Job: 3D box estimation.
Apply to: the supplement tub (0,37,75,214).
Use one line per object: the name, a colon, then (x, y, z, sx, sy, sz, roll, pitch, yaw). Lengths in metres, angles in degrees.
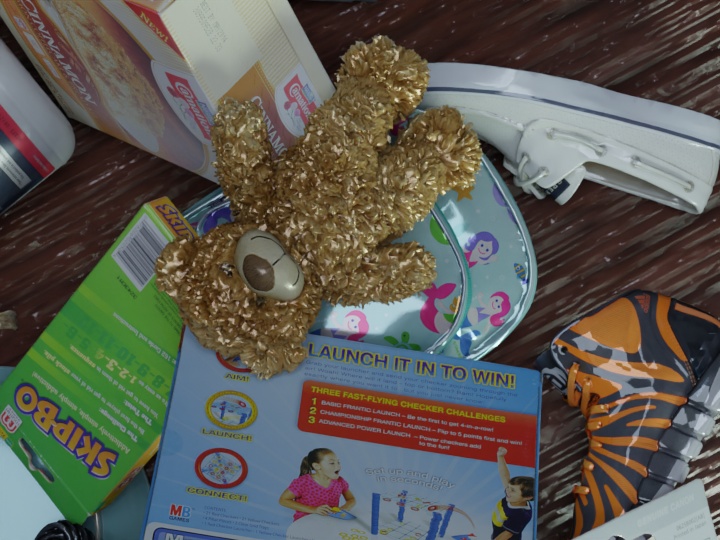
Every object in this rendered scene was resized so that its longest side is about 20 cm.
supplement tub: (-0.281, -0.065, 1.339, 0.200, 0.140, 0.140, -39, 89, -3)

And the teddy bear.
teddy bear: (-0.015, -0.037, 1.217, 0.200, 0.067, 0.145, -28, 105, -28)

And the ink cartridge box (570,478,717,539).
ink cartridge box: (0.156, 0.241, 1.329, 0.162, 0.057, 0.200, -20, 93, -36)

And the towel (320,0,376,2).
towel: (-0.066, -0.267, 1.404, 0.171, 0.048, 0.201, 3, 87, 2)

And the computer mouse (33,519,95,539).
computer mouse: (-0.106, 0.232, 1.356, 0.199, 0.053, 0.139, 11, 101, -8)

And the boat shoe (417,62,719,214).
boat shoe: (0.120, -0.076, 1.389, 0.199, 0.071, 0.070, 13, 84, -7)

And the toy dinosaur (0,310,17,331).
toy dinosaur: (-0.268, 0.044, 1.353, 0.101, 0.200, 0.058, 0, 54, -35)

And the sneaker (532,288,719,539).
sneaker: (0.142, 0.102, 1.382, 0.112, 0.078, 0.200, 30, 76, 4)

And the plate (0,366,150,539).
plate: (-0.224, 0.158, 1.387, 0.200, 0.026, 0.201, 0, 87, -2)

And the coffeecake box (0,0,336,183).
coffeecake box: (-0.118, -0.135, 1.290, 0.200, 0.154, 0.073, 24, 64, 43)

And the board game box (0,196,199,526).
board game box: (-0.139, 0.057, 1.321, 0.096, 0.030, 0.200, 50, 123, 11)

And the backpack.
backpack: (0.000, 0.000, 1.346, 0.200, 0.151, 0.178, -29, 87, -8)

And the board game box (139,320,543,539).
board game box: (-0.010, 0.124, 1.185, 0.199, 0.056, 0.196, 9, 43, -2)
